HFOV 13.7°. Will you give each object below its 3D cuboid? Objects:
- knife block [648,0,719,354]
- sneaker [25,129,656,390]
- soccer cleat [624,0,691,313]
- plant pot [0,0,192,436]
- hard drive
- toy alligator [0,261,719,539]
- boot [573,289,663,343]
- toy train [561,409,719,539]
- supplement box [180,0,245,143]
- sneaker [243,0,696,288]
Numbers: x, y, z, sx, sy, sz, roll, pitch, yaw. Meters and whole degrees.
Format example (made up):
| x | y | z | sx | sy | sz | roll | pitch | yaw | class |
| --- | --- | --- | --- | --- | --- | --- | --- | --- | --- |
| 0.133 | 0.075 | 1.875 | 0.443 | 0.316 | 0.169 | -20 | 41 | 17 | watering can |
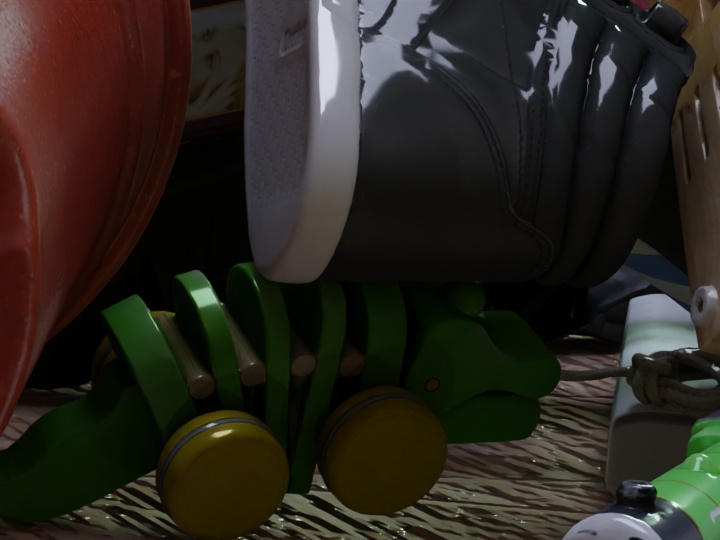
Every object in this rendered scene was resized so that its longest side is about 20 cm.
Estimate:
| x | y | z | sx | sy | sz | roll | pitch | yaw | class |
| --- | --- | --- | --- | --- | --- | --- | --- | --- | --- |
| 0.165 | -0.023 | 0.729 | 0.175 | 0.200 | 0.064 | 9 | -35 | -21 | knife block |
| 0.000 | 0.002 | 0.848 | 0.200 | 0.060 | 0.104 | -29 | 59 | -27 | sneaker |
| 0.073 | -0.035 | 0.798 | 0.200 | 0.070 | 0.086 | 42 | 3 | 6 | soccer cleat |
| -0.137 | -0.027 | 0.646 | 0.200 | 0.201 | 0.195 | 4 | 18 | -4 | plant pot |
| 0.138 | 0.039 | 0.845 | 0.131 | 0.027 | 0.200 | 6 | 9 | 6 | hard drive |
| 0.005 | 0.019 | 0.713 | 0.199 | 0.054 | 0.059 | -8 | 32 | -20 | toy alligator |
| 0.021 | -0.015 | 1.005 | 0.200 | 0.070 | 0.131 | 3 | 2 | -39 | boot |
| 0.077 | 0.057 | 0.601 | 0.042 | 0.057 | 0.200 | 8 | 9 | 21 | toy train |
| -0.103 | -0.084 | 0.824 | 0.199 | 0.111 | 0.086 | -12 | 11 | -6 | supplement box |
| 0.028 | -0.075 | 0.731 | 0.099 | 0.201 | 0.071 | 12 | -35 | -17 | sneaker |
